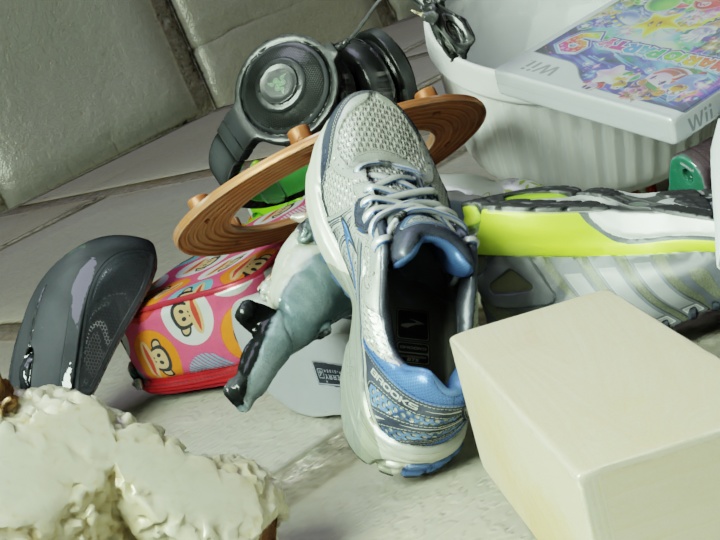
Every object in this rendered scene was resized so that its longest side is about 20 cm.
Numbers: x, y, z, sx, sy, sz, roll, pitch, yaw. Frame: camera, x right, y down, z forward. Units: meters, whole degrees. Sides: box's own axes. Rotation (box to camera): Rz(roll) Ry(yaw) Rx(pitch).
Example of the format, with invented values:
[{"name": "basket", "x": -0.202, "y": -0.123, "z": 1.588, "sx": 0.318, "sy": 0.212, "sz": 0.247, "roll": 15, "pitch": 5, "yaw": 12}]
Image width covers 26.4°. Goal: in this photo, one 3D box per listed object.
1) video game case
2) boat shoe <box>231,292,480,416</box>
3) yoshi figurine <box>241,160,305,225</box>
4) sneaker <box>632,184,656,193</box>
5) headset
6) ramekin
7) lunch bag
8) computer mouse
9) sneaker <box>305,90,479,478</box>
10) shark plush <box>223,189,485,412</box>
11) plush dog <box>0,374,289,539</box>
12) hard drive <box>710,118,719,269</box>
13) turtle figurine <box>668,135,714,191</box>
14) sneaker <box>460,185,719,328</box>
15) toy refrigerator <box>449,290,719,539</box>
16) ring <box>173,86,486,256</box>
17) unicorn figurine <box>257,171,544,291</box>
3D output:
[{"name": "video game case", "x": 0.194, "y": -0.138, "z": 0.865, "sx": 0.200, "sy": 0.018, "sz": 0.143, "roll": -33, "pitch": 33, "yaw": -23}, {"name": "boat shoe", "x": -0.003, "y": 0.039, "z": 0.867, "sx": 0.066, "sy": 0.072, "sz": 0.200, "roll": -25, "pitch": 12, "yaw": -29}, {"name": "yoshi figurine", "x": -0.026, "y": -0.036, "z": 1.232, "sx": 0.112, "sy": 0.113, "sz": 0.200, "roll": 16, "pitch": -29, "yaw": -32}, {"name": "sneaker", "x": 0.151, "y": -0.083, "z": 1.092, "sx": 0.077, "sy": 0.073, "sz": 0.200, "roll": -18, "pitch": 13, "yaw": 3}, {"name": "headset", "x": -0.008, "y": -0.099, "z": 0.913, "sx": 0.123, "sy": 0.094, "sz": 0.200, "roll": -13, "pitch": -30, "yaw": -45}, {"name": "ramekin", "x": 0.147, "y": -0.134, "z": 0.993, "sx": 0.200, "sy": 0.105, "sz": 0.200, "roll": -9, "pitch": 38, "yaw": 7}, {"name": "lunch bag", "x": -0.077, "y": 0.012, "z": 1.079, "sx": 0.176, "sy": 0.082, "sz": 0.200, "roll": -13, "pitch": 16, "yaw": 40}, {"name": "computer mouse", "x": -0.194, "y": 0.046, "z": 0.999, "sx": 0.138, "sy": 0.053, "sz": 0.200, "roll": -26, "pitch": 35, "yaw": 42}, {"name": "sneaker", "x": 0.026, "y": -0.009, "z": 0.732, "sx": 0.077, "sy": 0.200, "sz": 0.085, "roll": -2, "pitch": -28, "yaw": -18}, {"name": "shark plush", "x": 0.000, "y": 0.000, "z": 0.786, "sx": 0.083, "sy": 0.091, "sz": 0.200, "roll": 30, "pitch": 34, "yaw": 20}, {"name": "plush dog", "x": -0.158, "y": 0.123, "z": 0.668, "sx": 0.200, "sy": 0.161, "sz": 0.172, "roll": -31, "pitch": -12, "yaw": -41}, {"name": "hard drive", "x": 0.225, "y": -0.025, "z": 0.687, "sx": 0.132, "sy": 0.027, "sz": 0.200, "roll": 13, "pitch": 19, "yaw": 8}, {"name": "turtle figurine", "x": 0.275, "y": -0.088, "z": 0.860, "sx": 0.200, "sy": 0.101, "sz": 0.150, "roll": -33, "pitch": 15, "yaw": -20}, {"name": "sneaker", "x": 0.147, "y": 0.004, "z": 0.750, "sx": 0.199, "sy": 0.081, "sz": 0.074, "roll": 5, "pitch": 17, "yaw": 25}, {"name": "toy refrigerator", "x": 0.096, "y": 0.067, "z": 0.578, "sx": 0.076, "sy": 0.070, "sz": 0.200, "roll": -17, "pitch": 12, "yaw": -6}, {"name": "ring", "x": -0.019, "y": -0.059, "z": 0.906, "sx": 0.200, "sy": 0.019, "sz": 0.200, "roll": -24, "pitch": -10, "yaw": -5}, {"name": "unicorn figurine", "x": 0.055, "y": -0.032, "z": 0.928, "sx": 0.200, "sy": 0.074, "sz": 0.137, "roll": -9, "pitch": -10, "yaw": 30}]
